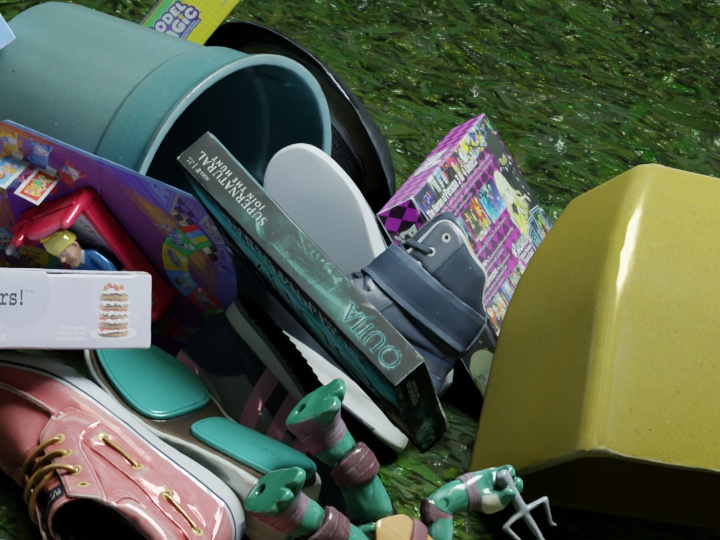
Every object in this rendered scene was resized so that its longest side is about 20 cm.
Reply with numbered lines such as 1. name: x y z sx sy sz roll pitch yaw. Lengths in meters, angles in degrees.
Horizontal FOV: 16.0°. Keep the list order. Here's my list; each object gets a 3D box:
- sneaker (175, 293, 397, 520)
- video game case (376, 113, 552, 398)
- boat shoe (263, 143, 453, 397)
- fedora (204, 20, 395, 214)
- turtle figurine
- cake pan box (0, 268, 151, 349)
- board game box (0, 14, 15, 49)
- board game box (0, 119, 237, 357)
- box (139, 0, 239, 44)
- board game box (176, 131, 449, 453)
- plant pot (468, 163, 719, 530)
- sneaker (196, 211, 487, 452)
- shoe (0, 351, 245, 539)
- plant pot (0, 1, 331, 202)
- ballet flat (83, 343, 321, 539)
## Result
1. sneaker: -0.047 0.114 1.582 0.200 0.082 0.070 57 11 26
2. video game case: 0.095 -0.001 1.811 0.181 0.036 0.200 60 25 -10
3. boat shoe: 0.000 0.000 1.744 0.200 0.069 0.057 59 20 -9
4. fedora: -0.069 -0.088 1.889 0.201 0.201 0.092 35 61 29
5. turtle figurine: 0.029 0.162 1.465 0.200 0.101 0.150 42 32 -19
6. cake pan box: -0.252 0.022 1.523 0.200 0.052 0.184 1 -3 -36
7. board game box: -0.334 -0.158 1.794 0.037 0.151 0.200 57 -7 -29
8. board game box: -0.176 -0.005 1.627 0.200 0.158 0.039 23 48 13
9. box: -0.146 -0.171 1.910 0.048 0.200 0.117 37 20 -8
10. board game box: -0.026 0.016 1.548 0.200 0.028 0.135 46 -8 22
11. plant pot: 0.196 0.046 1.628 0.195 0.200 0.194 10 -15 -18
12. sneaker: -0.012 0.001 1.671 0.202 0.146 0.077 37 1 -3
13. shoe: -0.166 0.116 1.468 0.200 0.072 0.091 31 22 13
14. plant pot: -0.159 -0.085 1.759 0.196 0.200 0.200 26 25 32
15. ballet flat: -0.104 0.107 1.542 0.069 0.069 0.200 -9 32 -46
